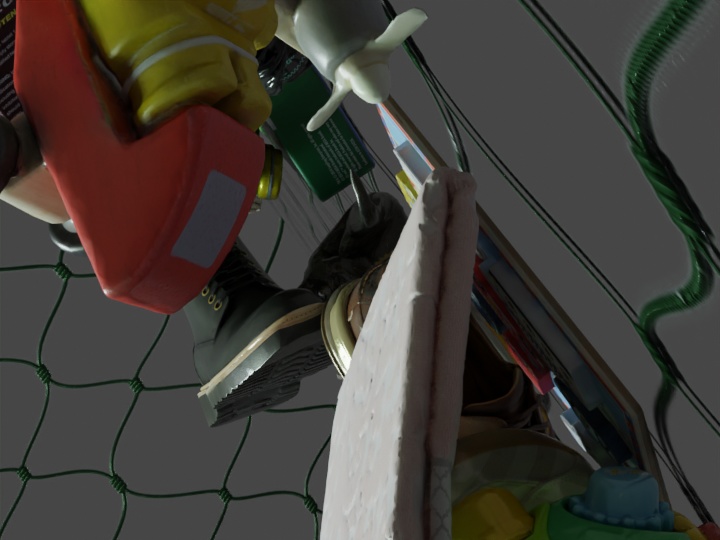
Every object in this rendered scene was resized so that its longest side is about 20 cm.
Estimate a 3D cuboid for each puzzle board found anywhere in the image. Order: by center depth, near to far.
[{"bbox_3d":[0.072,0.020,0.857,0.200,0.017,0.151,53,177,28],"label":"puzzle board"}]

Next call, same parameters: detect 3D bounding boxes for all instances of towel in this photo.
[{"bbox_3d":[0.013,0.084,0.804,0.200,0.032,0.192,113,165,-59],"label":"towel"}]

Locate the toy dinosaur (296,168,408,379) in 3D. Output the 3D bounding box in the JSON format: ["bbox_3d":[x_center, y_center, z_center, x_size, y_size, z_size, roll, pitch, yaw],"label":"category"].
[{"bbox_3d":[0.000,0.000,1.122,0.077,0.102,0.201,16,139,31],"label":"toy dinosaur"}]

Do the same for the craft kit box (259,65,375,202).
[{"bbox_3d":[-0.085,-0.160,1.112,0.200,0.048,0.198,57,179,-33],"label":"craft kit box"}]

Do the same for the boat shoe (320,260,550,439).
[{"bbox_3d":[0.059,0.082,0.946,0.068,0.072,0.200,-35,90,45],"label":"boat shoe"}]

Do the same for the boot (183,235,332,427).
[{"bbox_3d":[-0.076,0.006,1.060,0.139,0.077,0.200,69,157,9],"label":"boot"}]

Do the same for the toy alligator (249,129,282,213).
[{"bbox_3d":[-0.074,-0.069,1.075,0.200,0.059,0.055,-140,55,-79],"label":"toy alligator"}]

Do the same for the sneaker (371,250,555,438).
[{"bbox_3d":[0.066,0.080,1.067,0.200,0.075,0.090,56,-178,-34],"label":"sneaker"}]

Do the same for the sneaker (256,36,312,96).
[{"bbox_3d":[-0.053,-0.126,0.862,0.079,0.075,0.200,41,-176,-2],"label":"sneaker"}]

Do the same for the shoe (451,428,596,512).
[{"bbox_3d":[0.102,0.129,0.880,0.200,0.070,0.053,29,-166,-41],"label":"shoe"}]

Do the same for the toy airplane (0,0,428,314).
[{"bbox_3d":[-0.059,-0.112,0.589,0.200,0.141,0.200,67,-151,-23],"label":"toy airplane"}]

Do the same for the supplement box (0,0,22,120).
[{"bbox_3d":[-0.189,-0.104,1.042,0.109,0.061,0.200,36,164,43],"label":"supplement box"}]

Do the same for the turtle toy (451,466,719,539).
[{"bbox_3d":[0.119,0.154,0.781,0.146,0.101,0.200,55,178,27],"label":"turtle toy"}]
